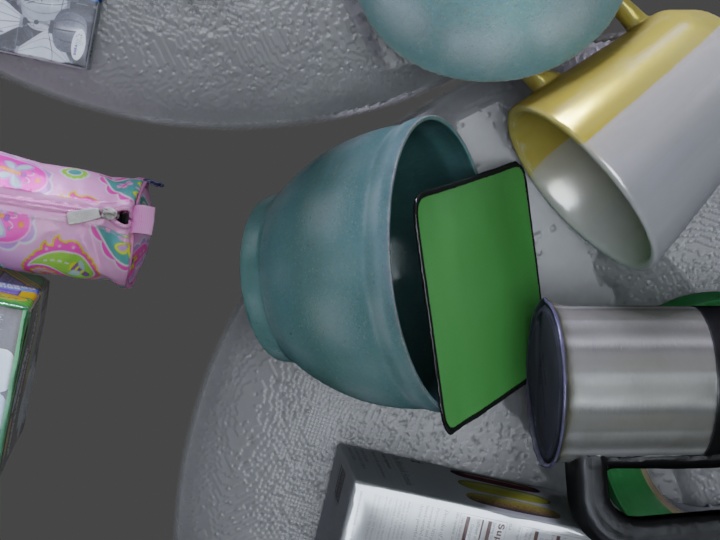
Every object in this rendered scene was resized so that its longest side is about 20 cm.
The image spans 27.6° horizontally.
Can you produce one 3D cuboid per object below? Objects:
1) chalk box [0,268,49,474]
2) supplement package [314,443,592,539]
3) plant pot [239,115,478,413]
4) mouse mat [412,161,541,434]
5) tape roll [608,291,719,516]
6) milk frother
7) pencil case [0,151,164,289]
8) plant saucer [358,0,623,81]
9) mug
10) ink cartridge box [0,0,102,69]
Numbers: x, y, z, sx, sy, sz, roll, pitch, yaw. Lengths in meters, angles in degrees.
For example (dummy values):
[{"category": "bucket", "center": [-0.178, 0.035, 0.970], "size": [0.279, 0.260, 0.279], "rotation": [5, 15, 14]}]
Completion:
[{"category": "chalk box", "center": [-0.285, 0.064, 0.975], "size": [0.123, 0.200, 0.126], "rotation": [12, 95, -8]}, {"category": "supplement package", "center": [0.072, 0.211, 1.077], "size": [0.198, 0.114, 0.111], "rotation": [13, 96, -9]}, {"category": "plant pot", "center": [0.000, 0.000, 1.019], "size": [0.133, 0.200, 0.202], "rotation": [-4, 98, 24]}, {"category": "mouse mat", "center": [0.088, 0.013, 1.030], "size": [0.007, 0.200, 0.162], "rotation": [-4, 98, 29]}, {"category": "tape roll", "center": [0.275, 0.118, 1.123], "size": [0.198, 0.048, 0.202], "rotation": [-1, 96, -6]}, {"category": "milk frother", "center": [0.224, 0.088, 0.979], "size": [0.186, 0.200, 0.182], "rotation": [-1, 64, -6]}, {"category": "pencil case", "center": [-0.242, -0.042, 1.026], "size": [0.198, 0.087, 0.088], "rotation": [11, 95, -6]}, {"category": "plant saucer", "center": [0.090, -0.229, 1.021], "size": [0.199, 0.039, 0.203], "rotation": [-2, 70, 6]}, {"category": "mug", "center": [0.200, -0.119, 1.040], "size": [0.153, 0.149, 0.187], "rotation": [-41, 121, -9]}, {"category": "ink cartridge box", "center": [-0.279, -0.209, 1.028], "size": [0.198, 0.039, 0.100], "rotation": [10, 96, -7]}]
